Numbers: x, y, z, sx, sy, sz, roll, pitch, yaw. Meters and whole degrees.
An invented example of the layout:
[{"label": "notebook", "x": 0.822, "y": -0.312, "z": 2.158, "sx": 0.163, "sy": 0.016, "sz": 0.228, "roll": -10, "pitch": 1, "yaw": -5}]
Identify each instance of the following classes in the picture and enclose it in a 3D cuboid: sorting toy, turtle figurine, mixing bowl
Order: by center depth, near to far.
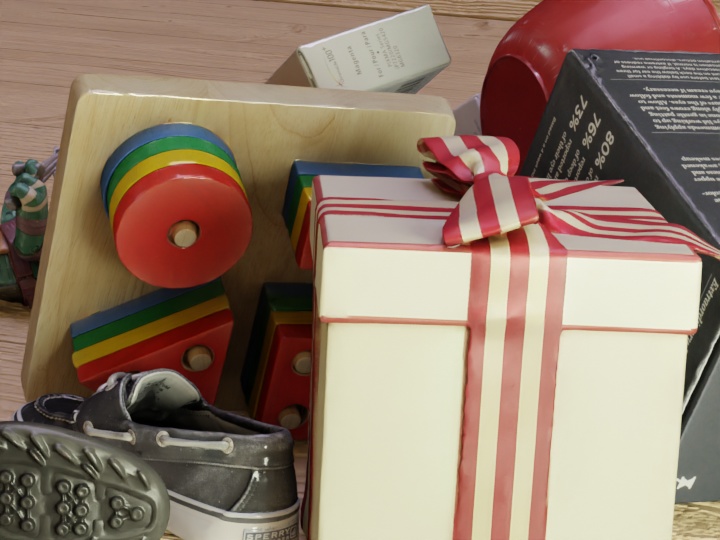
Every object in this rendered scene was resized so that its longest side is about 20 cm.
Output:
[{"label": "sorting toy", "x": -0.061, "y": 0.007, "z": 1.165, "sx": 0.198, "sy": 0.200, "sz": 0.070, "roll": 2, "pitch": 37, "yaw": -18}, {"label": "mixing bowl", "x": 0.146, "y": -0.098, "z": 1.441, "sx": 0.108, "sy": 0.201, "sz": 0.200, "roll": -12, "pitch": 17, "yaw": -25}, {"label": "turtle figurine", "x": -0.225, "y": -0.024, "z": 1.461, "sx": 0.199, "sy": 0.101, "sz": 0.150, "roll": -18, "pitch": 3, "yaw": -16}]

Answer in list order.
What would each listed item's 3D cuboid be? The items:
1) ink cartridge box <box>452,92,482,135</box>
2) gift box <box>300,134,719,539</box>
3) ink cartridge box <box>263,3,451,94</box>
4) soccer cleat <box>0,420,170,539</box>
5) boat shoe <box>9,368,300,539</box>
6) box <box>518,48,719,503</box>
[{"label": "ink cartridge box", "x": 0.060, "y": -0.055, "z": 1.608, "sx": 0.200, "sy": 0.067, "sz": 0.116, "roll": -33, "pitch": -13, "yaw": 39}, {"label": "gift box", "x": 0.070, "y": 0.039, "z": 1.035, "sx": 0.199, "sy": 0.187, "sz": 0.185, "roll": 0, "pitch": 13, "yaw": -8}, {"label": "ink cartridge box", "x": -0.057, "y": -0.090, "z": 1.389, "sx": 0.173, "sy": 0.044, "sz": 0.200, "roll": -20, "pitch": -6, "yaw": -22}, {"label": "soccer cleat", "x": -0.182, "y": 0.096, "z": 1.015, "sx": 0.199, "sy": 0.068, "sz": 0.073, "roll": 1, "pitch": 8, "yaw": 3}, {"label": "boat shoe", "x": -0.102, "y": 0.079, "z": 1.090, "sx": 0.072, "sy": 0.068, "sz": 0.200, "roll": -8, "pitch": 16, "yaw": -39}, {"label": "box", "x": 0.167, "y": 0.000, "z": 1.163, "sx": 0.104, "sy": 0.148, "sz": 0.200, "roll": -1, "pitch": 40, "yaw": -28}]
